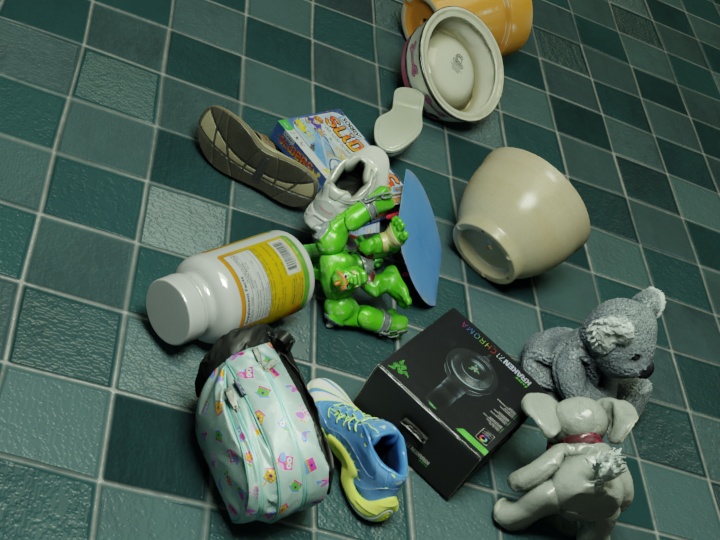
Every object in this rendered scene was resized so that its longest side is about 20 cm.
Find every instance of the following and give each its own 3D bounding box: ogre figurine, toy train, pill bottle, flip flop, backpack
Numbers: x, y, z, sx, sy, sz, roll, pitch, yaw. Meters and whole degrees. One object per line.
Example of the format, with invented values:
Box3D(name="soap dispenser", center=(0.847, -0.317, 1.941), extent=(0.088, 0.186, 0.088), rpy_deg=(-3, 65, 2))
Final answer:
Box3D(name="ogre figurine", center=(0.000, 0.000, 1.581), extent=(0.120, 0.201, 0.098), rpy_deg=(-13, 35, -21))
Box3D(name="toy train", center=(-0.037, -0.021, 1.643), extent=(0.200, 0.056, 0.042), rpy_deg=(-9, 54, -41))
Box3D(name="pill bottle", center=(-0.161, 0.025, 1.465), extent=(0.200, 0.111, 0.111), rpy_deg=(-21, 62, -45))
Box3D(name="flip flop", center=(-0.147, -0.163, 1.711), extent=(0.200, 0.081, 0.058), rpy_deg=(31, 21, -4))
Box3D(name="backpack", center=(-0.111, 0.181, 1.317), extent=(0.126, 0.167, 0.200), rpy_deg=(-16, 60, -20))

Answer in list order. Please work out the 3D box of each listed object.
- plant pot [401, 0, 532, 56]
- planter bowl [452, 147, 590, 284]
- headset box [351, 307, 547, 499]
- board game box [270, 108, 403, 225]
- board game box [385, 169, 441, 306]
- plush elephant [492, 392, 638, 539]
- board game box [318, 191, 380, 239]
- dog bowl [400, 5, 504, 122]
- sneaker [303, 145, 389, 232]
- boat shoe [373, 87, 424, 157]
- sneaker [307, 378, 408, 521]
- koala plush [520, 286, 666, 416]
Box3D(name="plant pot", center=(0.182, -0.472, 2.184), extent=(0.183, 0.200, 0.200), rpy_deg=(-23, 63, -28))
Box3D(name="planter bowl", center=(0.223, -0.066, 1.784), extent=(0.200, 0.200, 0.135), rpy_deg=(42, 66, 11))
Box3D(name="headset box", center=(0.110, 0.168, 1.514), extent=(0.174, 0.093, 0.200), rpy_deg=(43, 40, 14))
Box3D(name="board game box", center=(-0.025, -0.154, 1.779), extent=(0.135, 0.034, 0.200), rpy_deg=(-19, 62, -45))
Box3D(name="board game box", center=(0.070, -0.042, 1.715), extent=(0.200, 0.039, 0.158), rpy_deg=(-79, 150, -47))
Box3D(name="plush elephant", center=(0.265, 0.228, 1.475), extent=(0.164, 0.200, 0.155), rpy_deg=(13, 46, -12))
Box3D(name="board game box", center=(-0.021, -0.116, 1.785), extent=(0.103, 0.019, 0.200), rpy_deg=(20, 40, -18))
Box3D(name="dog bowl", center=(0.153, -0.346, 2.043), extent=(0.200, 0.074, 0.201), rpy_deg=(7, 79, -38))
Box3D(name="sneaker", center=(-0.001, -0.128, 1.658), extent=(0.078, 0.099, 0.200), rpy_deg=(32, 42, 2))
Box3D(name="boat shoe", center=(0.062, -0.227, 1.923), extent=(0.073, 0.062, 0.200), rpy_deg=(16, 37, 3))
Box3D(name="sneaker", center=(0.004, 0.190, 1.407), extent=(0.076, 0.105, 0.200), rpy_deg=(-6, 53, -38))
Box3D(name="koala plush", center=(0.334, 0.112, 1.640), extent=(0.184, 0.200, 0.177), rpy_deg=(47, 41, 18))
